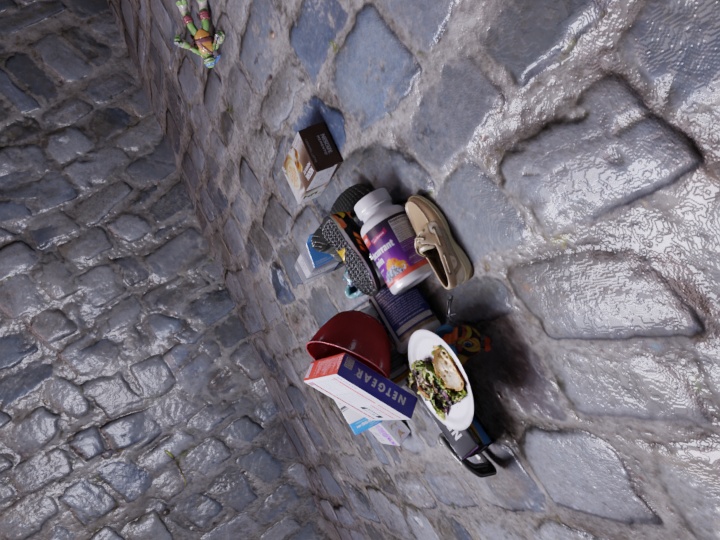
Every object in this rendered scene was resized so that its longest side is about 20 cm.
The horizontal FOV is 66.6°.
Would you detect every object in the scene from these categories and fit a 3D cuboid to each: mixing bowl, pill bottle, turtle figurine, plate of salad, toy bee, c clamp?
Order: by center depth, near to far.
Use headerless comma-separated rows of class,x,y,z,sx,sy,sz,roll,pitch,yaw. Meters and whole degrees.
plate of salad,0.143,0.213,1.048,0.200,0.047,0.205,43,144,42
toy bee,0.196,0.155,1.077,0.105,0.134,0.201,15,152,2
pill bottle,0.067,-0.064,1.147,0.204,0.109,0.112,61,155,10
mixing bowl,-0.010,0.159,1.192,0.195,0.110,0.202,20,153,11
c clamp,0.222,0.389,1.201,0.170,0.027,0.199,43,-172,27
pill bottle,0.083,0.070,1.227,0.203,0.114,0.116,58,154,16
pill bottle,0.041,0.192,1.349,0.205,0.114,0.116,67,155,-1
turtle figurine,-0.497,-0.733,1.683,0.140,0.199,0.200,-8,103,29

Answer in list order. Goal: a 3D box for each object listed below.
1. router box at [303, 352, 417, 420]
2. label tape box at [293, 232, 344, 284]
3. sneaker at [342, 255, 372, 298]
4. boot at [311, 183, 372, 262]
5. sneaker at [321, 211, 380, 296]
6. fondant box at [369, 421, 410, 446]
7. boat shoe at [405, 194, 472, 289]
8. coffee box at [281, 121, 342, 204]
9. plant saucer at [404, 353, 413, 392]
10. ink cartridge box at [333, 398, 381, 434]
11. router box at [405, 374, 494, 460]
router box,-0.002,0.257,1.186,0.198,0.050,0.178,34,152,-17
label tape box,-0.083,-0.048,1.427,0.064,0.142,0.200,60,155,10
sneaker,0.000,0.000,1.369,0.078,0.085,0.203,46,149,33
boot,-0.024,-0.113,1.316,0.068,0.201,0.130,49,-164,27
sneaker,0.000,-0.045,1.191,0.203,0.089,0.070,56,143,12
fondant box,0.040,0.423,1.623,0.200,0.058,0.144,47,156,-5
boat shoe,0.139,-0.059,1.061,0.203,0.063,0.072,57,154,19
coffee box,-0.128,-0.269,1.401,0.117,0.078,0.200,63,156,5
plant saucer,0.122,0.212,1.372,0.200,0.031,0.204,45,147,39
ink cartridge box,-0.027,0.280,1.374,0.147,0.082,0.203,-108,-5,-57
router box,0.193,0.301,1.178,0.201,0.051,0.148,53,-166,25
